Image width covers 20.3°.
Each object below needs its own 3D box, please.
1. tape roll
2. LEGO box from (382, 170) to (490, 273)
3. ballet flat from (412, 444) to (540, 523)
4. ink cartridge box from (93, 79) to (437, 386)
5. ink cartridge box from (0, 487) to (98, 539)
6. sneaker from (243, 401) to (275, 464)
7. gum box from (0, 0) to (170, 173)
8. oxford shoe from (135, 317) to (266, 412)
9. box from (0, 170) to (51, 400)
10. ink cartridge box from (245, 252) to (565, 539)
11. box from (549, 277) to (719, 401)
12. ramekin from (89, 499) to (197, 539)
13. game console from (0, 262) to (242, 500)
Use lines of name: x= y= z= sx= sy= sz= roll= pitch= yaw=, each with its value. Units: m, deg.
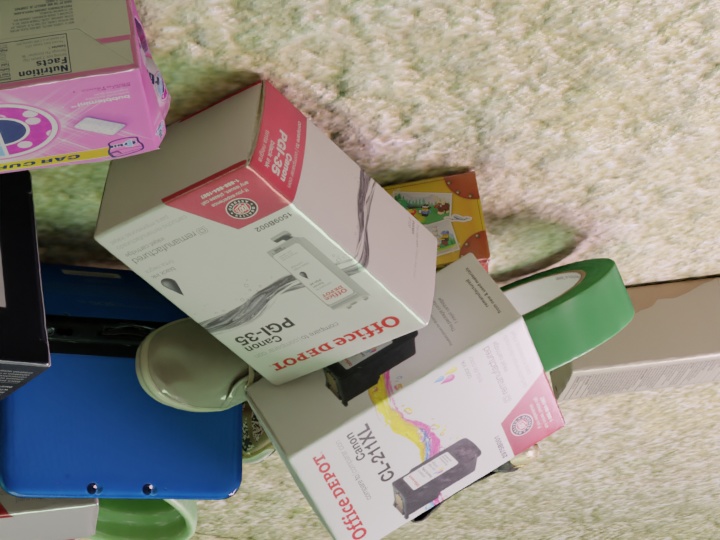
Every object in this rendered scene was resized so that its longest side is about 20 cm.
tape roll: x=0.128 y=0.051 z=1.680 sx=0.200 sy=0.048 sz=0.200 roll=-24 pitch=-173 yaw=3
LEGO box: x=0.000 y=0.000 z=1.574 sx=0.200 sy=0.077 sz=0.149 roll=-10 pitch=159 yaw=1
ballet flat: x=0.130 y=0.239 z=2.306 sx=0.200 sy=0.057 sz=0.066 roll=-26 pitch=155 yaw=38
ink cartridge box: x=-0.061 y=-0.021 z=1.385 sx=0.146 sy=0.083 sz=0.200 roll=-23 pitch=132 yaw=31
ink cartridge box: x=-0.287 y=0.109 z=1.562 sx=0.147 sy=0.200 sz=0.083 roll=-5 pitch=156 yaw=-13
sneaker: x=-0.142 y=0.132 z=1.855 sx=0.200 sy=0.077 sz=0.089 roll=-12 pitch=146 yaw=40
gum box: x=-0.216 y=-0.110 z=1.196 sx=0.200 sy=0.066 sz=0.114 roll=-9 pitch=159 yaw=-3
oxford shoe: x=-0.078 y=0.065 z=1.497 sx=0.200 sy=0.075 sz=0.058 roll=3 pitch=164 yaw=-40
box: x=-0.315 y=0.028 z=1.405 sx=0.107 sy=0.149 sz=0.200 roll=7 pitch=154 yaw=-38
ink cartridge box: x=0.035 y=0.104 z=1.497 sx=0.200 sy=0.083 sz=0.146 roll=-31 pitch=137 yaw=-5
box: x=0.278 y=0.063 z=1.869 sx=0.200 sy=0.078 sz=0.095 roll=-6 pitch=160 yaw=-9
ramekin: x=-0.225 y=0.153 z=1.710 sx=0.200 sy=0.098 sz=0.200 roll=12 pitch=154 yaw=6
game console: x=-0.197 y=0.081 z=1.526 sx=0.200 sy=0.171 sz=0.118 roll=6 pitch=112 yaw=-32
